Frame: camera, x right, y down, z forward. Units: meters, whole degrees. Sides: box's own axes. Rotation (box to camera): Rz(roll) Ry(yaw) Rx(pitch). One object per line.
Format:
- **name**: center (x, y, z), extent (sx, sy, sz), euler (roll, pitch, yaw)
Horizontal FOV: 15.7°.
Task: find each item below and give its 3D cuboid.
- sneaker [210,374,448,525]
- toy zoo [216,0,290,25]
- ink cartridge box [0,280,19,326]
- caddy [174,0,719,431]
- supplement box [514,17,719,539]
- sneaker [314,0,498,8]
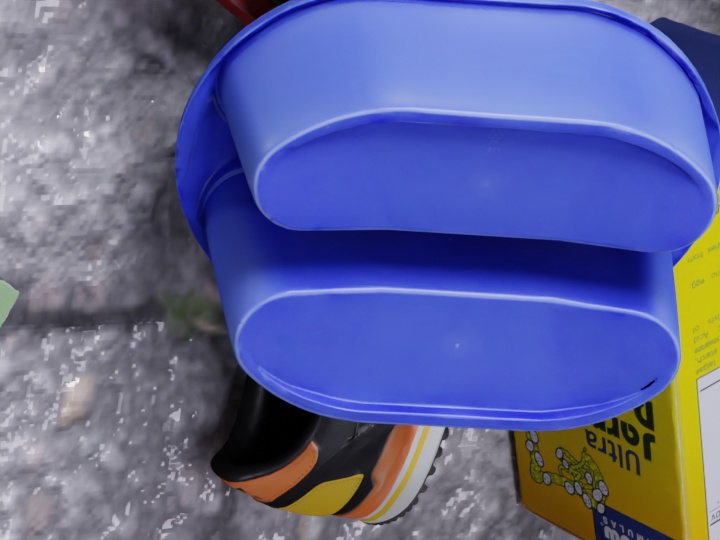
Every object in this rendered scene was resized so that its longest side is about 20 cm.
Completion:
- **sneaker**: center (0.000, 0.000, 1.001), extent (0.090, 0.070, 0.201), euler (8, 101, -39)
- **toy zoo**: center (-0.026, -0.159, 0.918), extent (0.132, 0.020, 0.200), euler (-61, 146, -4)
- **ink cartridge box**: center (-0.203, 0.030, 0.849), extent (0.200, 0.048, 0.146), euler (36, 81, -41)
- **caddy**: center (0.034, -0.026, 0.923), extent (0.199, 0.105, 0.142), euler (4, 124, -8)
- **supplement box**: center (0.132, 0.014, 1.097), extent (0.109, 0.109, 0.201), euler (-26, 122, -31)
- **sneaker**: center (0.011, -0.132, 0.927), extent (0.200, 0.072, 0.085), euler (40, 42, -47)
